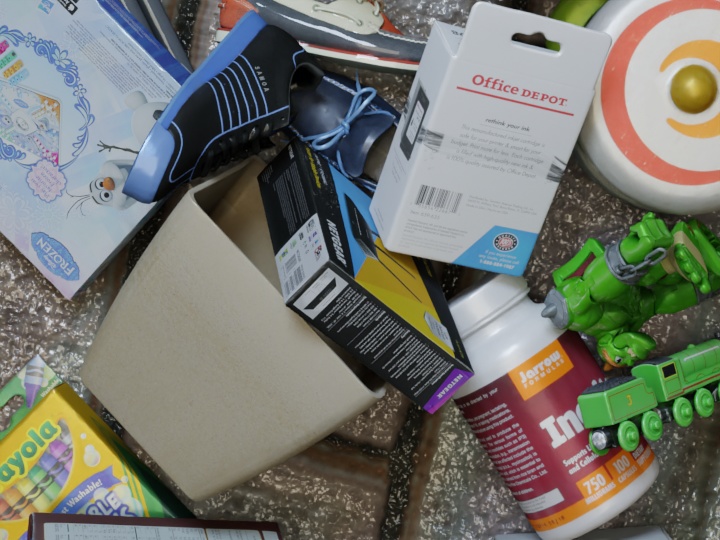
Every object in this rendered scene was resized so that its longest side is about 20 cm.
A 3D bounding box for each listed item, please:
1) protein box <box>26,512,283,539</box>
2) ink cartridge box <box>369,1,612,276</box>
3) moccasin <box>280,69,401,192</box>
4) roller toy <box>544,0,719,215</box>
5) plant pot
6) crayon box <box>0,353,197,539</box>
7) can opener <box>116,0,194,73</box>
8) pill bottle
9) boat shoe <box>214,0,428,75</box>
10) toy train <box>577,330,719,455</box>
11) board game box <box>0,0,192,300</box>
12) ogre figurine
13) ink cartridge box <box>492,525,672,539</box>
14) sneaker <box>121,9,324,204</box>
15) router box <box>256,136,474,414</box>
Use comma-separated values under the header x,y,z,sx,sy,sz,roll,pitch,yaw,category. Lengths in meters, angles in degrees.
x,y,z,sx,sy,sz,roll,pitch,yaw,category
-0.161,0.306,1.322,0.198,0.135,0.201,5,105,-12,protein box
0.094,-0.106,1.269,0.115,0.067,0.201,11,117,-18,ink cartridge box
0.012,-0.105,1.367,0.199,0.068,0.081,28,93,1,moccasin
0.248,-0.136,1.322,0.198,0.140,0.185,-7,93,2,roller toy
-0.095,0.057,1.325,0.177,0.200,0.200,-43,91,16,plant pot
-0.241,0.184,1.399,0.126,0.052,0.200,-44,90,3,crayon box
-0.199,-0.224,1.385,0.066,0.053,0.201,-30,90,38,can opener
0.137,0.101,1.351,0.112,0.113,0.201,-33,92,3,pill bottle
-0.016,-0.194,1.366,0.198,0.071,0.063,11,91,6,boat shoe
0.238,0.092,1.328,0.042,0.199,0.057,-15,91,47,toy train
-0.233,-0.116,1.362,0.200,0.043,0.199,45,110,-1,board game box
0.214,0.010,1.321,0.119,0.200,0.099,-32,90,23,ogre figurine
0.183,0.310,1.375,0.143,0.083,0.202,-4,93,2,ink cartridge box
-0.097,-0.110,1.273,0.078,0.070,0.201,34,55,-1,sneaker
0.000,0.000,1.286,0.149,0.201,0.051,38,107,-27,router box
